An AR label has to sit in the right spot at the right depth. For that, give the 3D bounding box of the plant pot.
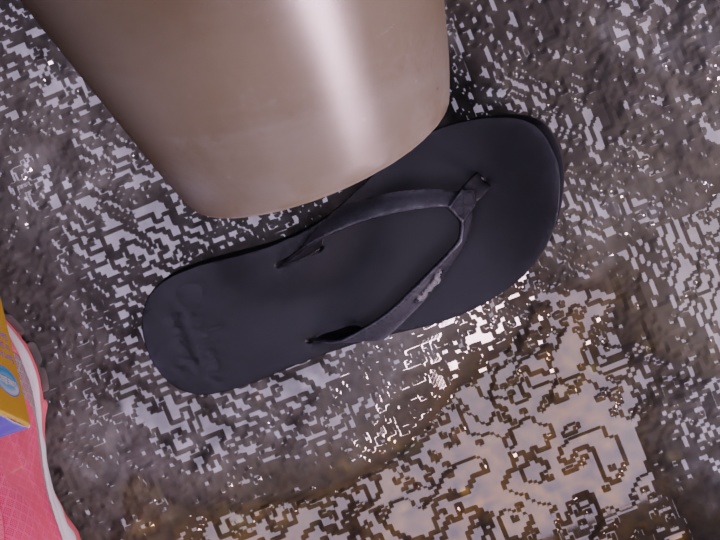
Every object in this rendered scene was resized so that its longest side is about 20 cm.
[{"bbox_3d":[-0.046,-0.123,0.709,0.199,0.200,0.174,-20,113,7],"label":"plant pot"}]

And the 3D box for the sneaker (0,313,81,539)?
[{"bbox_3d":[-0.167,0.090,0.789,0.073,0.087,0.201,-21,96,7],"label":"sneaker"}]

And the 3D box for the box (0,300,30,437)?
[{"bbox_3d":[-0.214,0.011,0.766,0.119,0.041,0.201,-19,74,7],"label":"box"}]

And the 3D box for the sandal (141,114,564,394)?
[{"bbox_3d":[0.000,0.001,0.784,0.199,0.043,0.076,-28,96,8],"label":"sandal"}]
